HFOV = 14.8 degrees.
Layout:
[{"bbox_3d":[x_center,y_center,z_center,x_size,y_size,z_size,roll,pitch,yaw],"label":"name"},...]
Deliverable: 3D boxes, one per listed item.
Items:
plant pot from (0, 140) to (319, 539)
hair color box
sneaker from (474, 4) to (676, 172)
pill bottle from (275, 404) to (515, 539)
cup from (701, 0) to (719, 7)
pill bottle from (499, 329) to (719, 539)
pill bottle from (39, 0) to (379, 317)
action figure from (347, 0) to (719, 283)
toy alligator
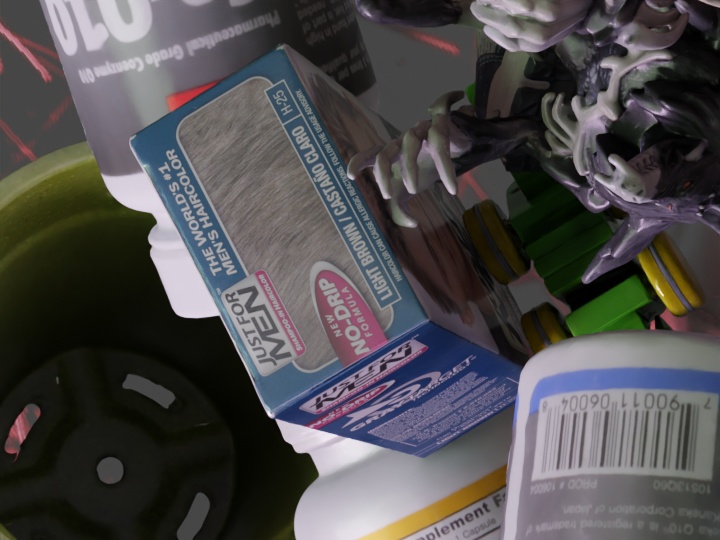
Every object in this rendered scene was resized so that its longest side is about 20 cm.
[{"bbox_3d":[-0.098,0.068,1.197,0.200,0.200,0.190,58,161,10],"label":"plant pot"},{"bbox_3d":[0.000,0.000,0.919,0.100,0.060,0.200,62,-170,13],"label":"hair color box"},{"bbox_3d":[0.069,-0.126,0.893,0.086,0.078,0.200,45,135,40],"label":"sneaker"},{"bbox_3d":[0.043,0.116,1.059,0.113,0.113,0.200,-26,90,60],"label":"pill bottle"},{"bbox_3d":[0.085,-0.184,0.685,0.143,0.200,0.201,38,141,36],"label":"cup"},{"bbox_3d":[0.095,0.128,0.862,0.114,0.114,0.200,-23,56,60],"label":"pill bottle"},{"bbox_3d":[-0.059,-0.091,1.062,0.114,0.114,0.200,-2,111,57],"label":"pill bottle"},{"bbox_3d":[0.045,-0.064,0.808,0.200,0.102,0.119,43,130,13],"label":"action figure"},{"bbox_3d":[0.094,0.020,0.974,0.200,0.059,0.054,60,-170,7],"label":"toy alligator"}]
